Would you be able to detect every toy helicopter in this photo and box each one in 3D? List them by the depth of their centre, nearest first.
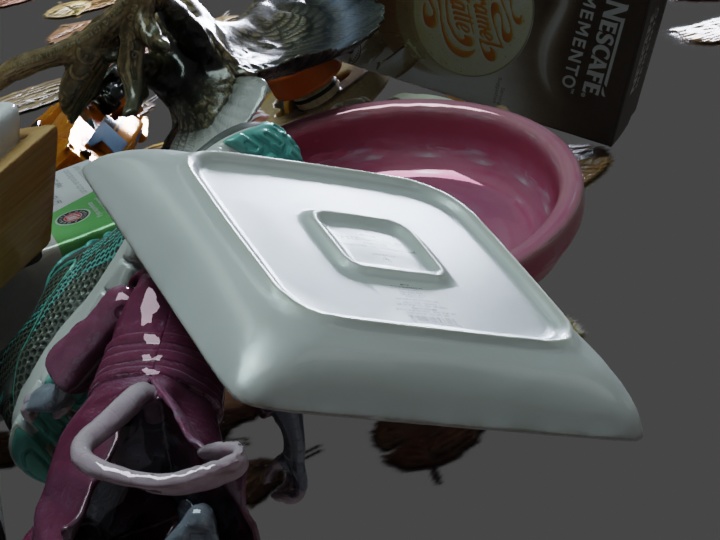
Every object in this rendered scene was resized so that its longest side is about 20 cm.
[{"bbox_3d":[-0.071,-0.093,1.454,0.199,0.079,0.132,-23,23,20],"label":"toy helicopter"}]

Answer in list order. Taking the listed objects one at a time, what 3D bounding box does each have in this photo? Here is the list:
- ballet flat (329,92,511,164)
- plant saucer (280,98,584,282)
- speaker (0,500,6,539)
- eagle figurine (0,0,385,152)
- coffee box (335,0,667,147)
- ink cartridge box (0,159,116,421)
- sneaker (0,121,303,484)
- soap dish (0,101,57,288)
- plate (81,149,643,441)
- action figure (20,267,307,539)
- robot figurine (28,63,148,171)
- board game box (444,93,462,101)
[{"bbox_3d":[0.016,-0.067,1.304,0.200,0.067,0.068,-2,17,41],"label":"ballet flat"},{"bbox_3d":[0.015,-0.020,1.162,0.200,0.051,0.201,-5,31,3],"label":"plant saucer"},{"bbox_3d":[-0.206,0.088,1.050,0.081,0.081,0.200,-18,20,-6],"label":"speaker"},{"bbox_3d":[-0.083,-0.114,1.242,0.151,0.151,0.200,9,-6,27],"label":"eagle figurine"},{"bbox_3d":[0.075,-0.163,1.342,0.199,0.115,0.080,18,24,12],"label":"coffee box"},{"bbox_3d":[-0.211,0.024,1.219,0.199,0.084,0.146,-21,19,-12],"label":"ink cartridge box"},{"bbox_3d":[-0.110,0.003,1.089,0.200,0.078,0.091,-49,37,-4],"label":"sneaker"},{"bbox_3d":[-0.248,-0.003,1.080,0.157,0.081,0.200,-7,24,27],"label":"soap dish"},{"bbox_3d":[0.003,0.001,0.978,0.199,0.032,0.200,8,26,-31],"label":"plate"},{"bbox_3d":[-0.091,0.051,0.948,0.133,0.149,0.200,3,49,5],"label":"action figure"},{"bbox_3d":[-0.188,-0.067,1.453,0.145,0.058,0.200,-40,13,18],"label":"robot figurine"},{"bbox_3d":[0.103,-0.132,1.488,0.095,0.030,0.200,-19,22,-6],"label":"board game box"}]
